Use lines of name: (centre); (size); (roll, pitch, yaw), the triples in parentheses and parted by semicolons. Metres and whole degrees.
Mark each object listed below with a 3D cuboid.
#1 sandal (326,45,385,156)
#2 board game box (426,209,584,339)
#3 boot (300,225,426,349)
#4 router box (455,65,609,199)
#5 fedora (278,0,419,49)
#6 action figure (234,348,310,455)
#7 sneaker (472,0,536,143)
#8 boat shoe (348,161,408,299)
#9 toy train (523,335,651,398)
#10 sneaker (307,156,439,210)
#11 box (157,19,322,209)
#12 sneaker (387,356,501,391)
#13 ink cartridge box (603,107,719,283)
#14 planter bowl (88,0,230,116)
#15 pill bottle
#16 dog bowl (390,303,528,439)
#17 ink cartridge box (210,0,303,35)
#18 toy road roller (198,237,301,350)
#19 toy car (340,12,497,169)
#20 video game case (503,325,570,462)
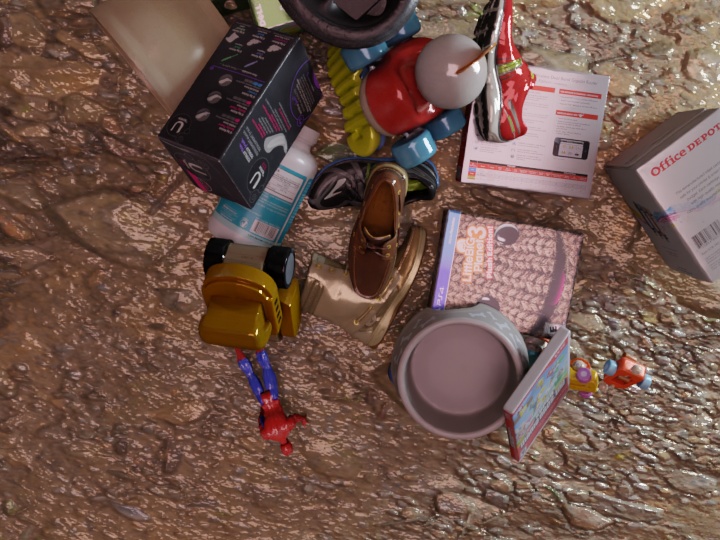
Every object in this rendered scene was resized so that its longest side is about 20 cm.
sandal: (0.010, -0.268, 1.108); (0.086, 0.079, 0.202); (-13, 93, -36)
board game box: (0.209, 0.004, 1.122); (0.198, 0.097, 0.161); (9, 94, 2)
boot: (0.000, 0.000, 1.146); (0.154, 0.073, 0.201); (26, 102, -4)
router box: (0.254, -0.208, 1.126); (0.198, 0.049, 0.181); (8, 99, -2)
fedora: (-0.020, -0.377, 0.965); (0.198, 0.092, 0.203); (0, 98, -2)
action figure: (-0.140, 0.191, 1.183); (0.065, 0.099, 0.202); (-22, 77, 5)
sneaker: (0.205, -0.282, 1.060); (0.084, 0.077, 0.202); (-5, 106, -11)
boat shoe: (0.019, -0.049, 1.057); (0.071, 0.068, 0.202); (13, 112, 4)
toy train: (0.330, 0.133, 1.151); (0.198, 0.151, 0.056); (20, 62, 0)
sneaker: (0.018, -0.122, 1.113); (0.197, 0.083, 0.071); (-7, 132, 0)
box: (-0.152, -0.205, 0.994); (0.105, 0.122, 0.201); (22, 71, 22)
sneaker: (0.129, 0.141, 1.145); (0.198, 0.089, 0.079); (-16, 101, 25)
ink cartridge box: (0.482, -0.113, 1.097); (0.145, 0.145, 0.201); (-35, 99, 5)
planter bowl: (-0.250, -0.309, 1.034); (0.135, 0.200, 0.201); (-40, 98, -6)
pill bottle: (-0.133, -0.125, 1.101); (0.110, 0.111, 0.201); (27, 97, -5)
dog bowl: (0.139, 0.145, 1.065); (0.198, 0.059, 0.202); (1, 102, 6)
ink cartridge box: (-0.102, -0.368, 1.065); (0.198, 0.104, 0.060); (-15, 99, 1)
toy road roller: (-0.160, 0.058, 1.052); (0.122, 0.147, 0.201); (8, 144, 7)
toy car: (0.112, -0.265, 1.015); (0.199, 0.177, 0.185); (-11, 114, 45)
video game case: (0.254, 0.181, 1.076); (0.017, 0.201, 0.143); (30, 70, 29)
